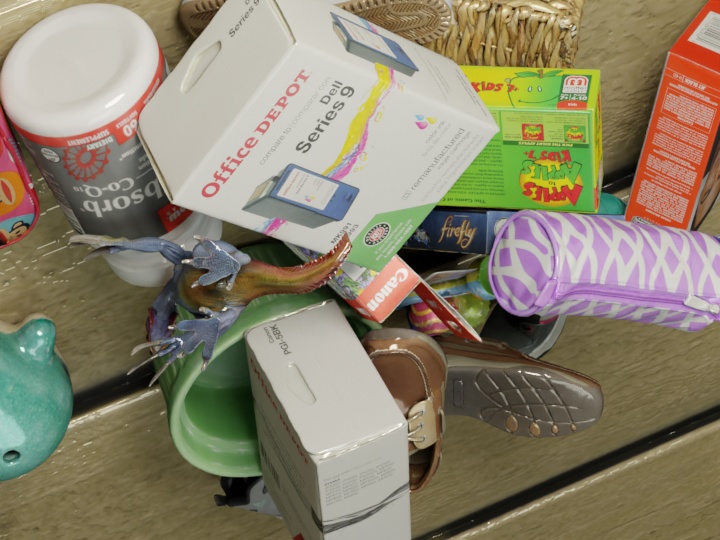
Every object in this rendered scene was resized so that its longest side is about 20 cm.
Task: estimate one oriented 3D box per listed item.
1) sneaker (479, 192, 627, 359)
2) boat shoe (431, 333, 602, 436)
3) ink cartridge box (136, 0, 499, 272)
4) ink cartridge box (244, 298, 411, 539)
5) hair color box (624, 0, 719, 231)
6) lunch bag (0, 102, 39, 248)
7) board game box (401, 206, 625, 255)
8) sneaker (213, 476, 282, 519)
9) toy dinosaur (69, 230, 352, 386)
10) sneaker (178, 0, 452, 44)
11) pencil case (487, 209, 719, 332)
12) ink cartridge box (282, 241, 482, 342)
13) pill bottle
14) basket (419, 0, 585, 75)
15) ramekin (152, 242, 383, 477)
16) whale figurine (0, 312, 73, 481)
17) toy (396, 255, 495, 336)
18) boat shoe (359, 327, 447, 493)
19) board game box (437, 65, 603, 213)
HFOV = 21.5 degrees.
[{"bbox_3d":[0.151,0.004,1.674,0.200,0.084,0.120,-51,142,13],"label":"sneaker"},{"bbox_3d":[0.115,0.090,1.655,0.198,0.072,0.076,11,128,8],"label":"boat shoe"},{"bbox_3d":[-0.029,-0.096,1.284,0.199,0.088,0.145,20,120,-41],"label":"ink cartridge box"},{"bbox_3d":[-0.023,0.146,1.514,0.082,0.147,0.201,-20,140,-14],"label":"ink cartridge box"},{"bbox_3d":[0.284,-0.120,1.607,0.102,0.061,0.201,-49,158,-40],"label":"hair color box"},{"bbox_3d":[-0.327,-0.081,1.301,0.175,0.082,0.201,-20,139,-5],"label":"lunch bag"},{"bbox_3d":[0.100,-0.033,1.532,0.135,0.200,0.035,0,93,-32],"label":"board game box"},{"bbox_3d":[-0.063,0.156,1.713,0.139,0.078,0.201,8,128,-38],"label":"sneaker"},{"bbox_3d":[-0.104,0.025,1.318,0.198,0.106,0.181,-2,-178,-1],"label":"toy dinosaur"},{"bbox_3d":[-0.028,-0.213,1.357,0.198,0.109,0.070,-2,146,14],"label":"sneaker"},{"bbox_3d":[0.192,0.005,1.426,0.199,0.086,0.084,5,128,-33],"label":"pencil case"},{"bbox_3d":[0.000,0.000,1.472,0.050,0.200,0.109,-46,-175,-4],"label":"ink cartridge box"},{"bbox_3d":[-0.171,-0.085,1.358,0.115,0.116,0.200,-27,141,-3],"label":"pill bottle"},{"bbox_3d":[0.099,-0.172,1.473,0.142,0.150,0.201,9,137,6],"label":"basket"},{"bbox_3d":[-0.081,0.071,1.595,0.199,0.098,0.201,-17,139,-15],"label":"ramekin"},{"bbox_3d":[-0.303,0.092,1.476,0.158,0.104,0.200,-30,141,1],"label":"whale figurine"},{"bbox_3d":[0.076,0.028,1.603,0.114,0.048,0.200,-8,170,-23],"label":"toy"},{"bbox_3d":[0.039,0.118,1.561,0.075,0.072,0.200,-5,145,9],"label":"boat shoe"},{"bbox_3d":[0.079,-0.099,1.410,0.198,0.048,0.102,3,135,12],"label":"board game box"}]
